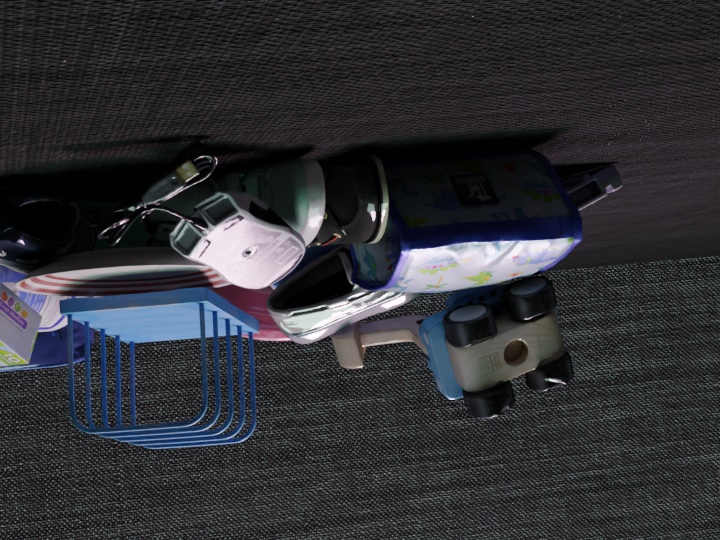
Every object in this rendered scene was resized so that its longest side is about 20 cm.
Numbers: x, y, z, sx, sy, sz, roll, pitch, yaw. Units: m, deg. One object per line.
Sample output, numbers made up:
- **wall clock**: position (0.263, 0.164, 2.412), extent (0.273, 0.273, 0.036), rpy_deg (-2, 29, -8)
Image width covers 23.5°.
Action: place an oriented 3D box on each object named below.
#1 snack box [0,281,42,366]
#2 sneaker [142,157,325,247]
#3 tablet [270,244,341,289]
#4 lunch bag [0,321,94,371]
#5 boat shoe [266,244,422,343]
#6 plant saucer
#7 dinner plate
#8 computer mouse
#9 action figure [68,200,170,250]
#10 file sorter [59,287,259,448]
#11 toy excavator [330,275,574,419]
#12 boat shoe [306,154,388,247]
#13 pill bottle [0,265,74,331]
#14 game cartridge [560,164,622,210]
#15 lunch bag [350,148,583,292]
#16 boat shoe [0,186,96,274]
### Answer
- **snack box**: position (-0.391, 0.016, 1.494), extent (0.141, 0.053, 0.200), rpy_deg (-8, 143, 31)
- **sneaker**: position (-0.115, -0.052, 1.477), extent (0.117, 0.075, 0.200), rpy_deg (0, 173, -31)
- **tablet**: position (0.001, -0.026, 1.713), extent (0.199, 0.014, 0.130), rpy_deg (-28, 149, 7)
- **lunch bag**: position (-0.395, 0.032, 1.907), extent (0.198, 0.134, 0.136), rpy_deg (-6, -167, -7)
- **boat shoe**: position (0.000, 0.000, 1.678), extent (0.198, 0.072, 0.066), rpy_deg (-25, 147, 11)
- **plant saucer**: position (-0.103, 0.007, 1.996), extent (0.198, 0.051, 0.201), rpy_deg (6, -149, -4)
- **dinner plate**: position (-0.196, 0.001, 1.486), extent (0.198, 0.025, 0.200), rpy_deg (-5, 172, -1)
- **computer mouse**: position (-0.118, -0.038, 1.380), extent (0.109, 0.044, 0.200), rpy_deg (-40, 147, 13)
- **action figure**: position (-0.235, -0.025, 1.636), extent (0.199, 0.120, 0.054), rpy_deg (8, 180, -39)
- **file sorter**: position (-0.182, 0.096, 1.621), extent (0.137, 0.124, 0.200), rpy_deg (-4, 170, 10)
- **toy excavator**: position (0.085, 0.066, 1.671), extent (0.193, 0.101, 0.200), rpy_deg (-22, -161, -12)
- **boat shoe**: position (-0.023, -0.057, 1.529), extent (0.062, 0.075, 0.201), rpy_deg (-5, 176, -18)
- **pill bottle**: position (-0.335, 0.005, 1.687), extent (0.111, 0.113, 0.199), rpy_deg (-8, 176, 33)
- **game cartridge**: position (0.158, -0.050, 1.784), extent (0.199, 0.039, 0.129), rpy_deg (-28, -170, -23)
- **lunch bag**: position (0.088, -0.040, 1.556), extent (0.168, 0.129, 0.200), rpy_deg (-6, -172, -13)
- **boat shoe**: position (-0.267, -0.033, 1.484), extent (0.092, 0.076, 0.199), rpy_deg (1, 179, 28)
